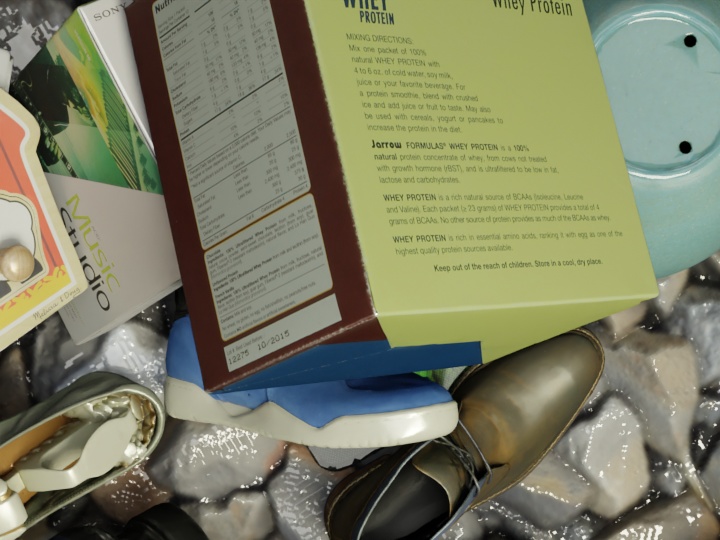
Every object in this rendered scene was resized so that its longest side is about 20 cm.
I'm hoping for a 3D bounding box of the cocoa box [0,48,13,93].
[{"bbox_3d":[-0.312,-0.076,0.898,0.199,0.131,0.135,14,82,-43],"label":"cocoa box"}]

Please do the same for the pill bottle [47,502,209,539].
[{"bbox_3d":[-0.171,0.212,0.927,0.199,0.112,0.113,-26,90,-32],"label":"pill bottle"}]

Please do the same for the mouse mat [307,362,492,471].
[{"bbox_3d":[0.000,0.000,1.008,0.160,0.008,0.201,-30,89,1],"label":"mouse mat"}]

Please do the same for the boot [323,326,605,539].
[{"bbox_3d":[0.067,0.108,0.961,0.200,0.097,0.075,-40,96,1],"label":"boot"}]

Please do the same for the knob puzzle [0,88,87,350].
[{"bbox_3d":[-0.239,-0.030,0.855,0.218,0.030,0.222,-7,101,-41],"label":"knob puzzle"}]

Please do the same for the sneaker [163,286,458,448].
[{"bbox_3d":[-0.032,0.034,0.937,0.199,0.076,0.113,5,96,41],"label":"sneaker"}]

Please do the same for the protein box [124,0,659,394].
[{"bbox_3d":[0.015,-0.060,0.832,0.197,0.134,0.202,-3,75,-42],"label":"protein box"}]

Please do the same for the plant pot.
[{"bbox_3d":[0.155,-0.093,0.940,0.198,0.135,0.203,0,90,-1],"label":"plant pot"}]

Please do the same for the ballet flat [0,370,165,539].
[{"bbox_3d":[-0.192,0.116,0.934,0.199,0.063,0.068,-33,118,-36],"label":"ballet flat"}]

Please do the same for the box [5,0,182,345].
[{"bbox_3d":[-0.143,-0.049,0.922,0.036,0.200,0.145,-28,90,-34],"label":"box"}]
